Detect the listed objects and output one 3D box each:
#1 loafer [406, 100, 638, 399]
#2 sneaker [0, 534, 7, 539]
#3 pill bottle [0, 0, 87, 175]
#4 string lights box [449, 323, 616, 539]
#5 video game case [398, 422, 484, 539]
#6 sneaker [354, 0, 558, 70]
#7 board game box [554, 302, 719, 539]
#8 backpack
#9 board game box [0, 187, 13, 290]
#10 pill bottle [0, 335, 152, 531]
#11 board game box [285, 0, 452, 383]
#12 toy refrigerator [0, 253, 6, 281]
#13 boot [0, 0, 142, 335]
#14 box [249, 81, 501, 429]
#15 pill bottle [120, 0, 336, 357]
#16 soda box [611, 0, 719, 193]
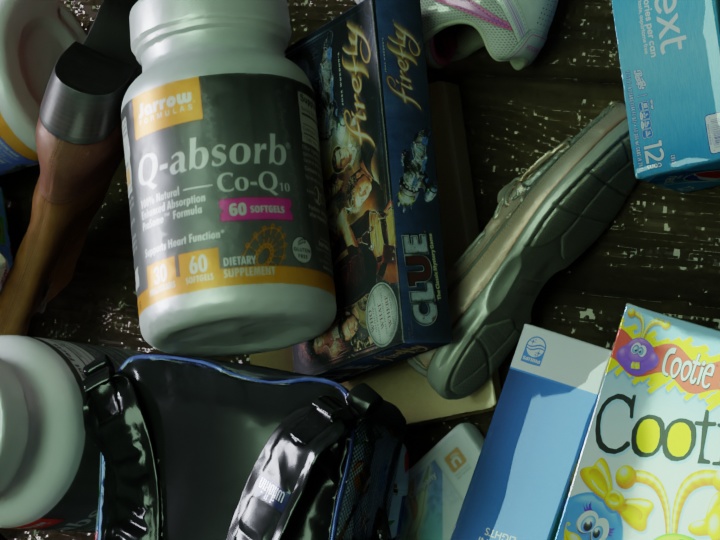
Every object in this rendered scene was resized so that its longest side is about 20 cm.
[{"bbox_3d":[0.089,-0.021,1.604,0.063,0.072,0.200,41,99,30],"label":"loafer"},{"bbox_3d":[-0.198,0.204,1.665,0.200,0.090,0.070,50,139,40],"label":"sneaker"},{"bbox_3d":[-0.277,-0.107,1.818,0.199,0.112,0.113,-14,77,30],"label":"pill bottle"},{"bbox_3d":[0.098,0.141,1.548,0.059,0.103,0.201,16,84,25],"label":"string lights box"},{"bbox_3d":[0.042,0.222,1.639,0.200,0.022,0.183,-44,64,20],"label":"video game case"},{"bbox_3d":[0.031,-0.168,1.657,0.199,0.081,0.089,13,89,32],"label":"sneaker"},{"bbox_3d":[0.175,0.133,1.509,0.104,0.103,0.201,16,88,28],"label":"board game box"},{"bbox_3d":[-0.067,0.154,1.613,0.199,0.154,0.192,7,80,33],"label":"backpack"},{"bbox_3d":[-0.288,0.057,1.836,0.151,0.037,0.201,-10,86,30],"label":"board game box"},{"bbox_3d":[-0.191,0.099,1.690,0.115,0.200,0.117,-4,82,31],"label":"pill bottle"},{"bbox_3d":[-0.002,-0.044,1.627,0.135,0.034,0.201,-24,68,59],"label":"board game box"},{"bbox_3d":[-0.310,-0.036,1.740,0.200,0.070,0.076,44,133,23],"label":"toy refrigerator"},{"bbox_3d":[-0.158,-0.068,1.751,0.068,0.189,0.201,22,126,5],"label":"boot"},{"bbox_3d":[0.000,0.000,1.690,0.163,0.021,0.201,-14,76,29],"label":"box"},{"bbox_3d":[-0.079,-0.058,1.613,0.116,0.116,0.201,-15,74,29],"label":"pill bottle"},{"bbox_3d":[0.182,-0.150,1.570,0.064,0.068,0.201,-12,78,29],"label":"soda box"}]
